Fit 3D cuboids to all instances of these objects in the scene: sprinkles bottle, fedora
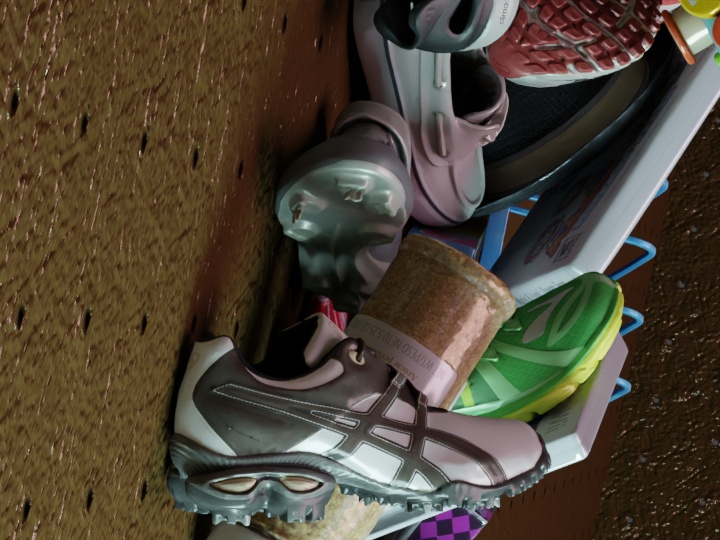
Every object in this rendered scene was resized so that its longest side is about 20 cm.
[{"bbox_3d":[-0.002,0.080,1.473,0.200,0.068,0.068,-57,165,-12],"label":"sprinkles bottle"},{"bbox_3d":[0.092,-0.119,1.794,0.092,0.200,0.201,51,31,-17],"label":"fedora"}]

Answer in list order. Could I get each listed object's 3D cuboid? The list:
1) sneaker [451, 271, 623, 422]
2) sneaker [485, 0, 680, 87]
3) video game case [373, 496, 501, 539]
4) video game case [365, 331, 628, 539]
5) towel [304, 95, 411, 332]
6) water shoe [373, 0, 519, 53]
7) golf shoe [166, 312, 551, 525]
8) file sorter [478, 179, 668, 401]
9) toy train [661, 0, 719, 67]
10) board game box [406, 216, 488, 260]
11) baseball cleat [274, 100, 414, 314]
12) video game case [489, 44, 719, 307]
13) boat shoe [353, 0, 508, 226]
[{"bbox_3d":[0.043,0.046,1.542,0.074,0.200,0.084,-119,-175,-73],"label":"sneaker"},{"bbox_3d":[0.128,-0.141,1.677,0.082,0.078,0.200,-42,174,39],"label":"sneaker"},{"bbox_3d":[0.032,0.156,1.738,0.200,0.036,0.181,-53,-178,31],"label":"video game case"},{"bbox_3d":[0.040,0.097,1.585,0.018,0.200,0.143,63,21,-13],"label":"video game case"},{"bbox_3d":[0.000,0.000,1.703,0.145,0.022,0.200,81,22,-60],"label":"towel"},{"bbox_3d":[0.036,-0.212,1.529,0.079,0.071,0.200,-9,91,-42],"label":"water shoe"},{"bbox_3d":[0.005,0.067,1.392,0.078,0.200,0.095,0,-90,56],"label":"golf shoe"},{"bbox_3d":[0.124,-0.017,1.966,0.139,0.122,0.200,139,-35,-74],"label":"file sorter"},{"bbox_3d":[0.157,-0.158,1.581,0.200,0.056,0.150,51,26,-22],"label":"toy train"},{"bbox_3d":[0.035,0.044,1.783,0.200,0.040,0.153,-52,157,-83],"label":"board game box"},{"bbox_3d":[-0.006,-0.050,1.529,0.200,0.070,0.107,102,-4,-70],"label":"baseball cleat"},{"bbox_3d":[0.151,-0.062,1.784,0.200,0.024,0.182,-56,-171,-17],"label":"video game case"},{"bbox_3d":[0.050,-0.096,1.660,0.200,0.066,0.072,74,30,-45],"label":"boat shoe"}]
